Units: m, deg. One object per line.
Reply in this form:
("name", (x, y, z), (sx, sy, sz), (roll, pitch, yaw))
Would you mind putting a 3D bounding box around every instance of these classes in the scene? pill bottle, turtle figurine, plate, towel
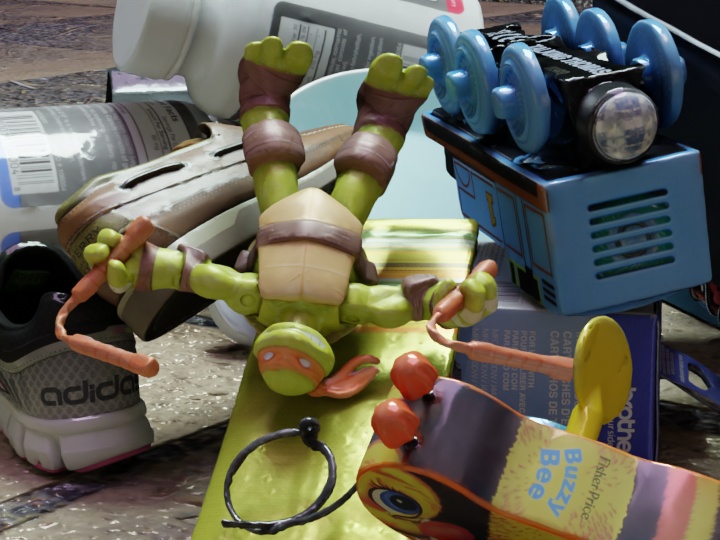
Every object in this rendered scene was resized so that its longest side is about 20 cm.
("pill bottle", (-0.038, -0.136, 1.072), (0.199, 0.111, 0.111), (11, 8, -22))
("pill bottle", (-0.144, -0.042, 1.085), (0.199, 0.114, 0.114), (-5, 14, -27))
("turtle figurine", (-0.010, -0.011, 0.730), (0.199, 0.065, 0.162), (3, 58, 8))
("plate", (0.031, -0.025, 0.989), (0.199, 0.026, 0.201), (9, 54, -13))
("towel", (-0.006, 0.048, 0.726), (0.086, 0.018, 0.200), (0, 41, 14))

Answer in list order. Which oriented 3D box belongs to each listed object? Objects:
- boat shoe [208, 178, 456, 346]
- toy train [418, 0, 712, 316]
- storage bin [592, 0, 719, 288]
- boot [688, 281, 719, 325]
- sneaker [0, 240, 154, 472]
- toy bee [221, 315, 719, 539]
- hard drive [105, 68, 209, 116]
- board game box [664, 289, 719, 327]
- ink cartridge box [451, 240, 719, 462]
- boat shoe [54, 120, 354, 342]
("boat shoe", (0.000, 0.000, 1.026), (0.199, 0.072, 0.068), (-23, -11, -29))
("toy train", (0.083, -0.054, 0.808), (0.086, 0.115, 0.200), (-11, 16, -12))
("storage bin", (0.198, -0.064, 0.823), (0.145, 0.135, 0.200), (-13, 26, -13))
("boot", (0.169, -0.003, 0.931), (0.199, 0.073, 0.145), (10, 46, 13))
("sneaker", (-0.153, 0.025, 0.849), (0.073, 0.088, 0.200), (-7, 15, -29))
("toy bee", (0.041, 0.076, 0.589), (0.199, 0.109, 0.131), (-6, 57, 7))
("hard drive", (-0.068, -0.075, 1.196), (0.199, 0.140, 0.033), (-3, 48, -13))
("board game box", (0.282, -0.004, 1.079), (0.199, 0.047, 0.151), (-4, 14, -18))
("ink cartridge box", (0.067, 0.035, 0.838), (0.199, 0.077, 0.136), (1, 14, 8))
("boat shoe", (-0.056, -0.039, 0.826), (0.068, 0.072, 0.200), (44, 31, 9))
